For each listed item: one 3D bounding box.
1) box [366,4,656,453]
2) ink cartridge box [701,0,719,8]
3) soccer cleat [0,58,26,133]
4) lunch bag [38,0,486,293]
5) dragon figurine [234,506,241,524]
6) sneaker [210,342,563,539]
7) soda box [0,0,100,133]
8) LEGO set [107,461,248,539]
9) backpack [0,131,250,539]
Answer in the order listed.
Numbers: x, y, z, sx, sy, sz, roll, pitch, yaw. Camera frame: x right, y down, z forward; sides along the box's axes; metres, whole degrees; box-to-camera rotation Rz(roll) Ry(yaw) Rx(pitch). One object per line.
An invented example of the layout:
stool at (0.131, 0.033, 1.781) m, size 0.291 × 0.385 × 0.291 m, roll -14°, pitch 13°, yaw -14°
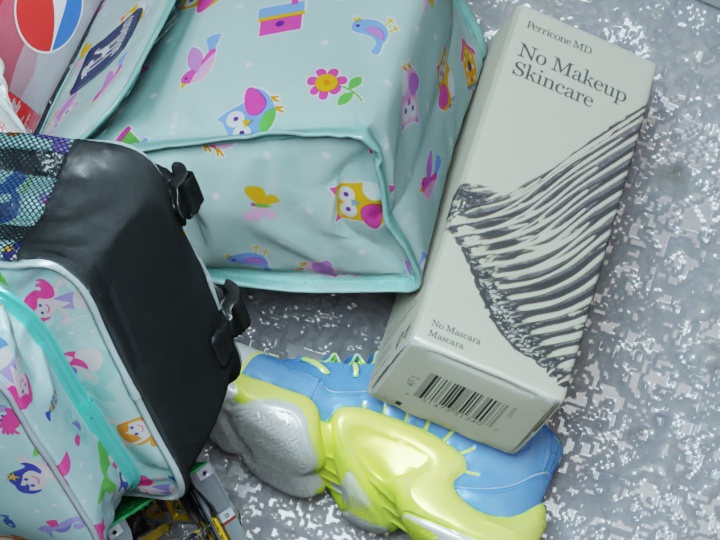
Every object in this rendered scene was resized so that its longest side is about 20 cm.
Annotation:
box at (0.074, -0.021, 1.263) m, size 0.082 × 0.068 × 0.200 m, roll 22°, pitch 59°, yaw -8°
ink cartridge box at (0.164, -0.226, 1.337) m, size 0.200 × 0.083 × 0.146 m, roll 24°, pitch 79°, yaw 6°
soccer cleat at (-0.189, -0.089, 1.217) m, size 0.085 × 0.069 × 0.200 m, roll -43°, pitch 51°, yaw -18°
lunch bag at (-0.059, -0.081, 1.252) m, size 0.200 × 0.122 × 0.171 m, roll 0°, pitch 46°, yaw 20°
dragon figurine at (0.027, 0.176, 1.257) m, size 0.200 × 0.099 × 0.059 m, roll 17°, pitch 78°, yaw 24°
sneaker at (0.009, 0.067, 1.284) m, size 0.200 × 0.076 × 0.105 m, roll 33°, pitch 67°, yaw 0°
soda box at (-0.165, -0.162, 1.321) m, size 0.070 × 0.063 × 0.200 m, roll 16°, pitch 74°, yaw 38°
LEGO set at (-0.123, 0.172, 1.190) m, size 0.200 × 0.154 × 0.116 m, roll -34°, pitch 103°, yaw -35°
backpack at (-0.170, 0.027, 1.124) m, size 0.200 × 0.178 × 0.151 m, roll 10°, pitch 53°, yaw 28°
